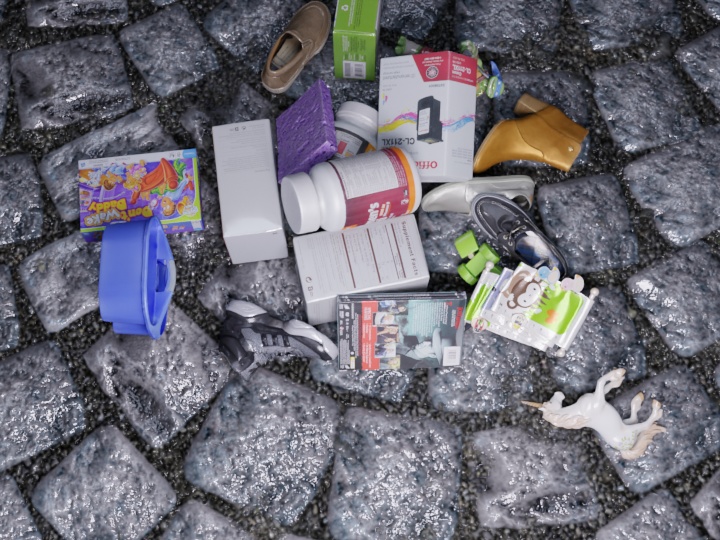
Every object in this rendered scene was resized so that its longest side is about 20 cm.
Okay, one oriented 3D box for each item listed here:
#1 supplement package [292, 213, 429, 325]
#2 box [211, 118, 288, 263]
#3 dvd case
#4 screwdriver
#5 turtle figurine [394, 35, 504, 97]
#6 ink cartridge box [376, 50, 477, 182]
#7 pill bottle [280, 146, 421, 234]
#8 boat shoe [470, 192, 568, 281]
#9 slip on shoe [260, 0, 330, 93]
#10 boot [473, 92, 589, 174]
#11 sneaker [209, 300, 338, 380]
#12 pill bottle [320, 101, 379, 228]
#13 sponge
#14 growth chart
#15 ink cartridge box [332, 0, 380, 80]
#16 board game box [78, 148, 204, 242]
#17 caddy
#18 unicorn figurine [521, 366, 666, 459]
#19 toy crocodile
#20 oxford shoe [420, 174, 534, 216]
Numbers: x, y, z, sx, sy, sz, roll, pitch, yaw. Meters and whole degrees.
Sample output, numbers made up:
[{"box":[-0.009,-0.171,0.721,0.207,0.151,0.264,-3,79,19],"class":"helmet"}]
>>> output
[{"box":[0.000,0.000,1.623,0.200,0.117,0.117,-11,68,-6],"class":"supplement package"},{"box":[-0.181,-0.129,1.662,0.097,0.124,0.200,-8,70,-2],"class":"box"},{"box":[0.063,0.097,1.582,0.200,0.146,0.022,-1,37,-1],"class":"dvd case"},{"box":[0.216,0.045,1.621,0.200,0.029,0.028,-38,79,9],"class":"screwdriver"},{"box":[0.142,-0.326,1.728,0.194,0.144,0.200,17,54,14],"class":"turtle figurine"},{"box":[0.108,-0.248,1.649,0.146,0.083,0.200,3,91,39],"class":"ink cartridge box"},{"box":[-0.015,-0.122,1.563,0.200,0.110,0.110,-15,70,-19],"class":"pill bottle"},{"box":[0.263,-0.051,1.649,0.200,0.066,0.070,45,99,-4],"class":"boat shoe"},{"box":[-0.115,-0.411,1.803,0.076,0.061,0.200,30,72,10],"class":"slip on shoe"},{"box":[0.295,-0.208,1.732,0.144,0.071,0.201,36,69,12],"class":"boot"},{"box":[-0.140,0.129,1.593,0.200,0.076,0.114,20,72,16],"class":"sneaker"},{"box":[-0.034,-0.177,1.689,0.116,0.116,0.200,24,71,7],"class":"pill bottle"},{"box":[-0.092,-0.229,1.677,0.112,0.030,0.200,-38,35,23],"class":"sponge"},{"box":[0.268,0.057,1.602,0.200,0.018,0.145,16,104,-6],"class":"growth chart"},{"box":[0.000,-0.460,1.779,0.076,0.148,0.200,5,69,2],"class":"ink cartridge box"},{"box":[-0.370,-0.127,1.700,0.200,0.045,0.135,-7,70,-4],"class":"board game box"},{"box":[-0.345,0.012,1.599,0.105,0.141,0.200,-3,70,3],"class":"caddy"},{"box":[0.376,0.219,1.570,0.200,0.074,0.137,41,85,7],"class":"unicorn figurine"},{"box":[0.225,0.018,1.655,0.068,0.062,0.200,-46,77,16],"class":"toy crocodile"},{"box":[0.202,-0.119,1.696,0.200,0.075,0.058,-6,67,-9],"class":"oxford shoe"}]
